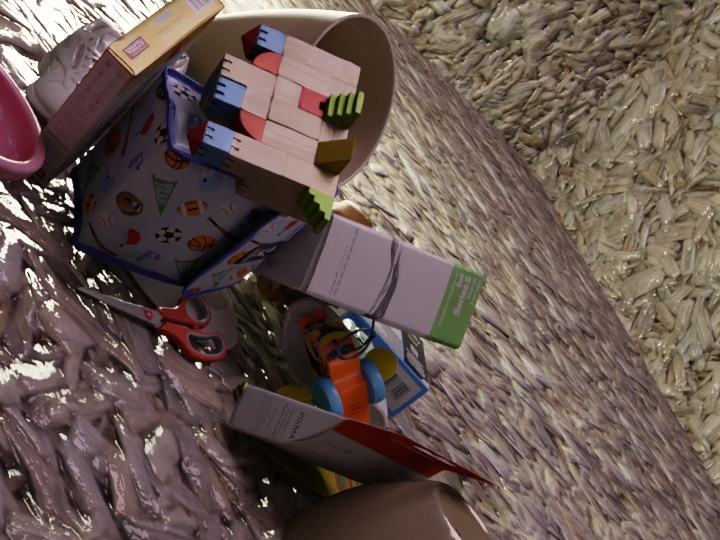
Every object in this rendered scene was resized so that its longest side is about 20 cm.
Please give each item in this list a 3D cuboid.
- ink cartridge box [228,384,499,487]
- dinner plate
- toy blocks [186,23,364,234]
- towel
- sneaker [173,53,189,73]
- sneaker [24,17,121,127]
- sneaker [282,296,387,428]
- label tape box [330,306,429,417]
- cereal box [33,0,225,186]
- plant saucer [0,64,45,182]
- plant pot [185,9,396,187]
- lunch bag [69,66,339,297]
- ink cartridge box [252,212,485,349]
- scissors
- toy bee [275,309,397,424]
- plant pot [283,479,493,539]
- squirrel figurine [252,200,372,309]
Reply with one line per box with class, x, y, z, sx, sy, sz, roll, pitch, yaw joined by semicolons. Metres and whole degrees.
ink cartridge box;0.002;0.168;1.492;0.200;0.057;0.162;19;-9;43
dinner plate;-0.184;-0.006;1.649;0.200;0.024;0.200;47;15;-16
toy blocks;-0.081;-0.137;1.444;0.136;0.100;0.201;22;54;-16
towel;-0.048;0.187;1.611;0.200;0.018;0.086;42;16;-34
sneaker;-0.248;-0.204;1.760;0.077;0.080;0.200;2;12;-27
sneaker;-0.283;-0.197;1.651;0.075;0.100;0.200;41;18;-29
sneaker;-0.035;0.079;1.768;0.118;0.073;0.201;-101;167;-50
label tape box;0.012;0.069;1.993;0.143;0.066;0.200;47;16;-19
cereal box;-0.219;-0.170;1.493;0.040;0.200;0.144;46;47;-4
plant saucer;-0.357;-0.150;1.403;0.201;0.051;0.201;47;16;-17
plant pot;-0.095;-0.202;1.743;0.199;0.188;0.187;21;-4;32
lunch bag;-0.143;-0.066;1.524;0.200;0.170;0.124;24;43;-35
ink cartridge box;0.000;0.000;1.647;0.199;0.084;0.145;22;-1;-34
scissors;-0.187;0.050;1.511;0.200;0.014;0.073;8;62;-62
toy bee;-0.019;0.095;1.658;0.130;0.201;0.109;-5;43;-35
plant pot;0.046;0.266;1.475;0.200;0.134;0.200;48;14;-16
squirrel figurine;-0.082;-0.040;1.787;0.186;0.142;0.200;36;4;-27
